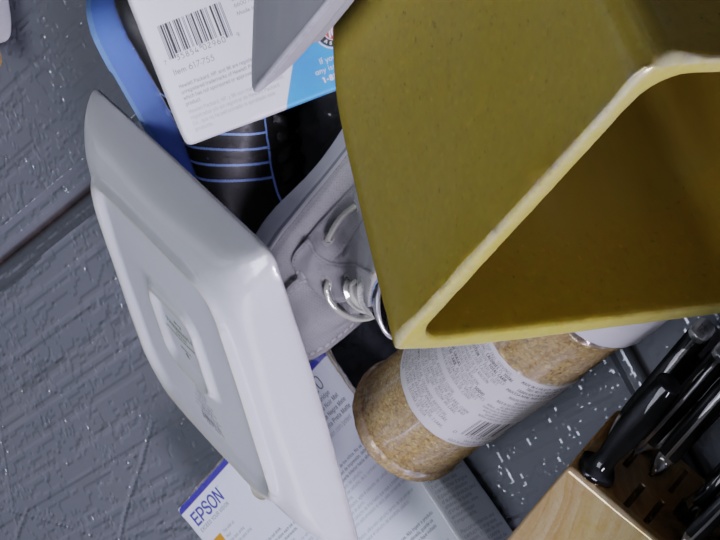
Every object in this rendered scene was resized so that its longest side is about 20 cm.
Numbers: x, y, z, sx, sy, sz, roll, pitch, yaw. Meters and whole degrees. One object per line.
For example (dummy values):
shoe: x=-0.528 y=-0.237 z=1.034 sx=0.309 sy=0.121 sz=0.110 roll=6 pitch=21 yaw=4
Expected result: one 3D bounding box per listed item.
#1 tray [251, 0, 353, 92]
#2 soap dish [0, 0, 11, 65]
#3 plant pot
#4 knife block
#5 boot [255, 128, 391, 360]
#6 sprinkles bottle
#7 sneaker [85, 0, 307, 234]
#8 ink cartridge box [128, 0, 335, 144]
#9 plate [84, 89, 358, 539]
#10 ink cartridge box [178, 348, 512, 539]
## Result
tray: x=0.010 y=-0.158 z=0.867 sx=0.200 sy=0.022 sz=0.108 roll=-45 pitch=35 yaw=50
soap dish: x=-0.287 y=-0.217 z=1.327 sx=0.157 sy=0.081 sz=0.201 roll=16 pitch=122 yaw=41
plant pot: x=0.098 y=-0.109 z=0.896 sx=0.194 sy=0.195 sz=0.201 roll=-50 pitch=55 yaw=48
knife block: x=0.109 y=0.110 z=1.064 sx=0.199 sy=0.064 sz=0.176 roll=-1 pitch=111 yaw=31
boot: x=0.000 y=0.000 z=1.109 sx=0.200 sy=0.073 sz=0.096 roll=-59 pitch=31 yaw=39
sprinkles bottle: x=0.071 y=0.035 z=1.091 sx=0.068 sy=0.068 sz=0.200 roll=57 pitch=140 yaw=7
sneaker: x=-0.059 y=-0.073 z=1.172 sx=0.078 sy=0.070 sz=0.200 roll=-26 pitch=108 yaw=19
ink cartridge box: x=-0.061 y=-0.175 z=1.081 sx=0.116 sy=0.068 sz=0.201 roll=-19 pitch=98 yaw=13
plate: x=-0.080 y=0.030 z=1.172 sx=0.199 sy=0.032 sz=0.201 roll=41 pitch=153 yaw=47
ink cartridge box: x=0.005 y=0.162 z=1.251 sx=0.200 sy=0.041 sz=0.200 roll=55 pitch=139 yaw=11
